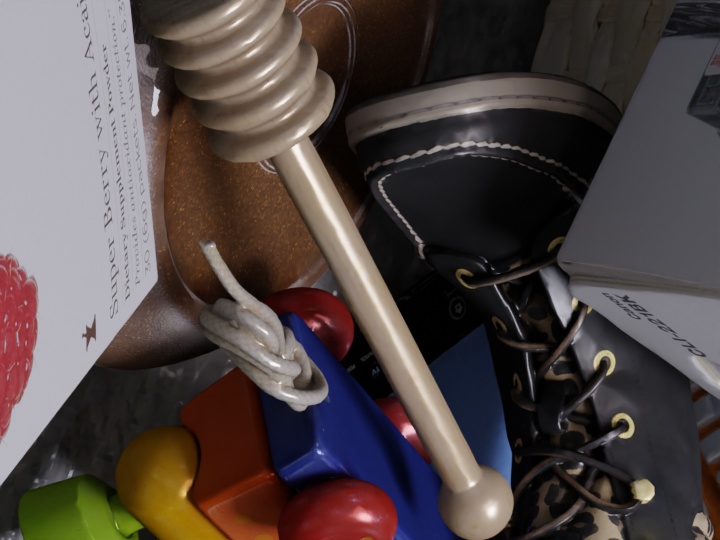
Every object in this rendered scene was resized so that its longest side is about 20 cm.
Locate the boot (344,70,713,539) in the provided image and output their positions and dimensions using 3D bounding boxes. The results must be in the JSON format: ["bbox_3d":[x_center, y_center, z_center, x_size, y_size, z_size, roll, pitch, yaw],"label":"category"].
[{"bbox_3d":[0.060,0.030,0.824,0.200,0.073,0.151,35,47,-63],"label":"boot"}]

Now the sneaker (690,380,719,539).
[{"bbox_3d":[0.159,0.084,0.990,0.077,0.078,0.200,9,59,-39],"label":"sneaker"}]

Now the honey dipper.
[{"bbox_3d":[0.000,0.000,0.731,0.038,0.038,0.200,-47,126,-26],"label":"honey dipper"}]

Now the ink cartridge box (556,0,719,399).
[{"bbox_3d":[0.167,-0.050,0.796,0.144,0.084,0.200,34,77,-35],"label":"ink cartridge box"}]

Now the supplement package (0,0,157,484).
[{"bbox_3d":[-0.135,-0.011,0.587,0.200,0.120,0.121,-59,148,-61],"label":"supplement package"}]

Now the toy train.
[{"bbox_3d":[-0.050,0.060,0.767,0.116,0.085,0.200,-23,142,13],"label":"toy train"}]

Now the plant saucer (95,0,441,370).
[{"bbox_3d":[-0.027,-0.060,0.778,0.200,0.032,0.200,-43,145,-41],"label":"plant saucer"}]

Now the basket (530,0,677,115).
[{"bbox_3d":[0.153,-0.116,0.911,0.123,0.135,0.200,19,85,-39],"label":"basket"}]

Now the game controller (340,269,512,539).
[{"bbox_3d":[0.039,0.049,0.924,0.200,0.042,0.104,-36,128,-35],"label":"game controller"}]
